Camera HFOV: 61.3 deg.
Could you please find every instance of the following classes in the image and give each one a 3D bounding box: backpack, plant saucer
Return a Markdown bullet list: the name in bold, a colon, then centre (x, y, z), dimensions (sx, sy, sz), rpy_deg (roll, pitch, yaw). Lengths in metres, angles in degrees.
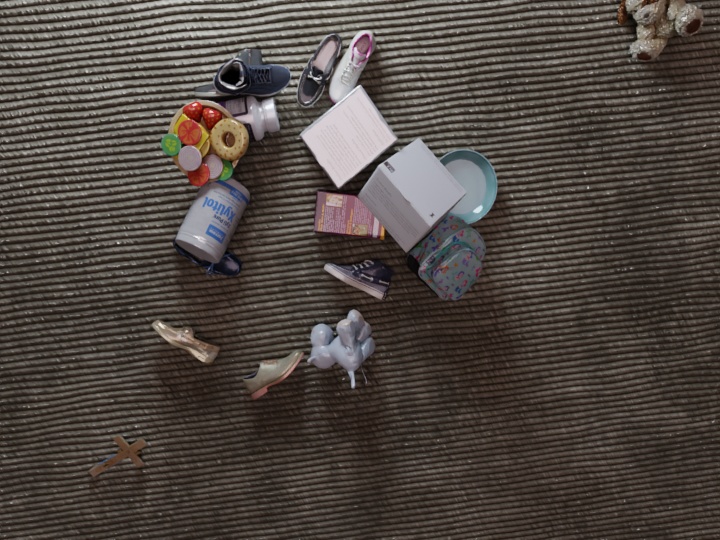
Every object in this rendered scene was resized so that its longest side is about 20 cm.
- **backpack**: centre (0.246, -0.036, 1.649), dimensions (0.201, 0.150, 0.177), rpy_deg (-48, 131, 0)
- **plant saucer**: centre (0.279, -0.230, 1.677), dimensions (0.194, 0.036, 0.206), rpy_deg (0, 100, -2)

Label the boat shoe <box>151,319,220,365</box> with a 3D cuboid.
- **boat shoe**: centre (-0.486, 0.186, 1.696), dimensions (0.198, 0.072, 0.066), rpy_deg (34, 88, -11)

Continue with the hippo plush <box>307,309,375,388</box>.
- **hippo plush**: centre (-0.058, 0.219, 1.709), dimensions (0.157, 0.158, 0.206), rpy_deg (-9, 86, 29)

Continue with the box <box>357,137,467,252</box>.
- **box**: centre (0.134, -0.195, 1.561), dimensions (0.200, 0.199, 0.131), rpy_deg (48, 139, 3)

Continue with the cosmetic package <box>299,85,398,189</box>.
- **cosmetic package**: centre (-0.033, -0.342, 1.573), dimensions (0.198, 0.166, 0.169), rpy_deg (-37, 100, 3)

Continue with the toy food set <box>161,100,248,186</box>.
- **toy food set**: centre (-0.386, -0.314, 1.505), dimensions (0.198, 0.049, 0.199), rpy_deg (37, 102, -6)

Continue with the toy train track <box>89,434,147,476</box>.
- **toy train track**: centre (-0.703, 0.538, 1.768), dimensions (0.197, 0.033, 0.116), rpy_deg (-31, 108, 8)

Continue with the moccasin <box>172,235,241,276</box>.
- **moccasin**: centre (-0.423, -0.031, 1.657), dimensions (0.195, 0.068, 0.082), rpy_deg (20, 99, -7)

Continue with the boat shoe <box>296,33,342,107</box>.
- **boat shoe**: centre (-0.108, -0.524, 1.588), dimensions (0.073, 0.060, 0.203), rpy_deg (32, 97, -9)

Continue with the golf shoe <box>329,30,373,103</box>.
- **golf shoe**: centre (-0.025, -0.532, 1.578), dimensions (0.074, 0.092, 0.204), rpy_deg (26, 99, -9)

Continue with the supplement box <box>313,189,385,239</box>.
- **supplement box**: centre (-0.027, -0.154, 1.648), dimensions (0.194, 0.086, 0.114), rpy_deg (6, 101, -5)

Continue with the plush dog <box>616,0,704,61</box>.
- **plush dog**: centre (0.767, -0.677, 1.572), dimensions (0.170, 0.199, 0.163), rpy_deg (33, 64, -18)

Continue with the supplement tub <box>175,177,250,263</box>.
- **supplement tub**: centre (-0.381, -0.138, 1.579), dimensions (0.129, 0.132, 0.204), rpy_deg (24, 75, -7)

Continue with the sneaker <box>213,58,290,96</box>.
- **sneaker**: centre (-0.259, -0.474, 1.489), dimensions (0.197, 0.146, 0.079), rpy_deg (-12, 99, -14)

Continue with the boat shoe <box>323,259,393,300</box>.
- **boat shoe**: centre (0.000, 0.000, 1.692), dimensions (0.196, 0.075, 0.095), rpy_deg (26, 92, -15)

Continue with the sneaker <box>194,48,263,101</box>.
- **sneaker**: centre (-0.341, -0.507, 1.579), dimensions (0.194, 0.075, 0.109), rpy_deg (-12, 97, -11)

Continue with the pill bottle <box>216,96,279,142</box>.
- **pill bottle**: centre (-0.313, -0.386, 1.576), dimensions (0.194, 0.112, 0.115), rpy_deg (-11, 101, -1)

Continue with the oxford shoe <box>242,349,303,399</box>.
- **oxford shoe**: centre (-0.249, 0.282, 1.725), dimensions (0.198, 0.071, 0.074), rpy_deg (-38, 98, 4)
